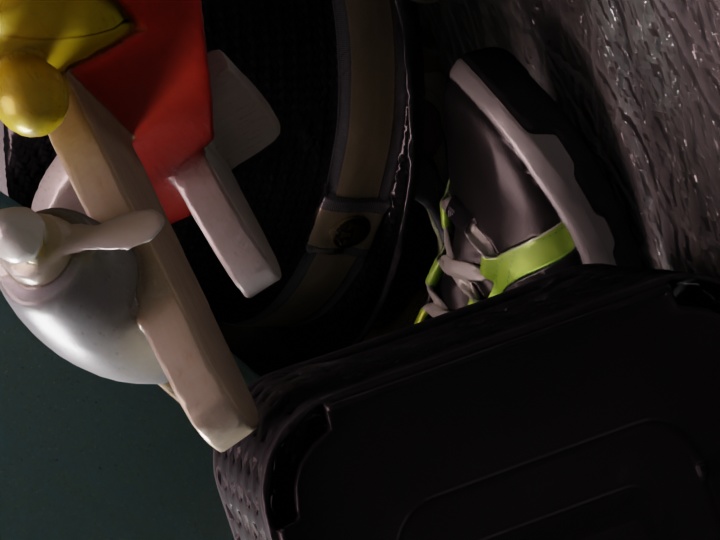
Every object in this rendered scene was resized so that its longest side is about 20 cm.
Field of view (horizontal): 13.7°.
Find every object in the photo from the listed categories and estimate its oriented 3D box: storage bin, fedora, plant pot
[{"bbox_3d":[0.055,0.109,0.775,0.094,0.135,0.201,-175,66,-79],"label":"storage bin"},{"bbox_3d":[-0.060,-0.051,0.961,0.200,0.091,0.201,16,109,59],"label":"fedora"},{"bbox_3d":[-0.092,0.081,0.948,0.200,0.142,0.141,29,163,-3],"label":"plant pot"}]

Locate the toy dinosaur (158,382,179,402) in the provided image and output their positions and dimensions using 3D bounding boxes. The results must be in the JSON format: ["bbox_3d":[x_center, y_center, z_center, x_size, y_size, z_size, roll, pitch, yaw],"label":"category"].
[{"bbox_3d":[0.017,0.078,0.865,0.058,0.199,0.101,-70,3,-66],"label":"toy dinosaur"}]

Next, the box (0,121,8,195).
[{"bbox_3d":[-0.083,-0.032,1.149,0.144,0.036,0.200,52,-164,8],"label":"box"}]

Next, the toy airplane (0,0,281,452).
[{"bbox_3d":[-0.089,-0.059,0.791,0.200,0.141,0.200,-153,43,-71],"label":"toy airplane"}]

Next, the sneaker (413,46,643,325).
[{"bbox_3d":[0.040,0.035,0.878,0.072,0.083,0.201,-127,21,-60],"label":"sneaker"}]

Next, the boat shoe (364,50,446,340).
[{"bbox_3d":[0.000,0.000,1.050,0.200,0.072,0.065,98,172,-58],"label":"boat shoe"}]

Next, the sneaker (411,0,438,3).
[{"bbox_3d":[0.022,-0.113,0.773,0.080,0.074,0.200,62,177,-1],"label":"sneaker"}]
